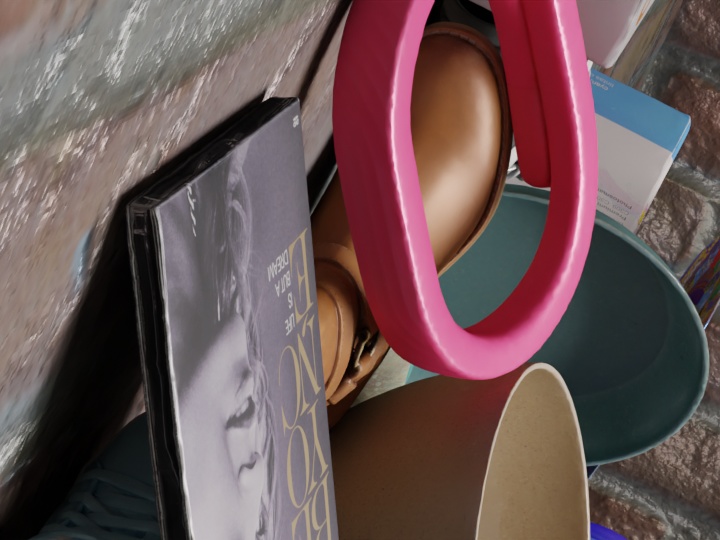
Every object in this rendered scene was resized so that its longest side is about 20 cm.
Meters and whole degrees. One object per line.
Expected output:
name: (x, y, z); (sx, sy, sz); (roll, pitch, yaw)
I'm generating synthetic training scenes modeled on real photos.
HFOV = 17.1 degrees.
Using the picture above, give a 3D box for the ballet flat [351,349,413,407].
ballet flat: (0.000, 0.000, 1.167); (0.062, 0.067, 0.200); (-19, 139, -38)

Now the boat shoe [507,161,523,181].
boat shoe: (0.071, -0.079, 1.281); (0.072, 0.068, 0.200); (-66, 170, 27)

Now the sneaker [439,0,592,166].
sneaker: (0.086, -0.135, 1.201); (0.200, 0.071, 0.099); (-59, 168, -48)

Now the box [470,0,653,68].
box: (0.120, -0.202, 1.095); (0.200, 0.097, 0.125); (-55, 169, -54)

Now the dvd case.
dvd case: (-0.039, 0.054, 0.833); (0.149, 0.016, 0.200); (-48, 136, -67)

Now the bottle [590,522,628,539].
bottle: (0.074, 0.191, 1.286); (0.200, 0.083, 0.065); (-17, 119, -47)

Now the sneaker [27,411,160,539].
sneaker: (-0.091, 0.112, 0.807); (0.082, 0.074, 0.200); (95, 15, -50)

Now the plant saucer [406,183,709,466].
plant saucer: (0.084, 0.022, 1.234); (0.200, 0.200, 0.036); (108, 4, -48)

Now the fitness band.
fitness band: (0.047, -0.049, 0.998); (0.144, 0.037, 0.200); (-44, 132, -41)

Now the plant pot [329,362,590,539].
plant pot: (0.017, 0.141, 1.104); (0.200, 0.134, 0.201); (0, 90, -70)

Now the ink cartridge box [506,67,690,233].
ink cartridge box: (0.085, -0.017, 1.373); (0.200, 0.125, 0.129); (-56, 172, -46)

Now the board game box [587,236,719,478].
board game box: (0.140, 0.049, 1.345); (0.200, 0.039, 0.158); (-54, -177, 18)

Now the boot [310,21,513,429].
boot: (-0.003, -0.004, 1.026); (0.200, 0.074, 0.155); (-69, 167, 19)
